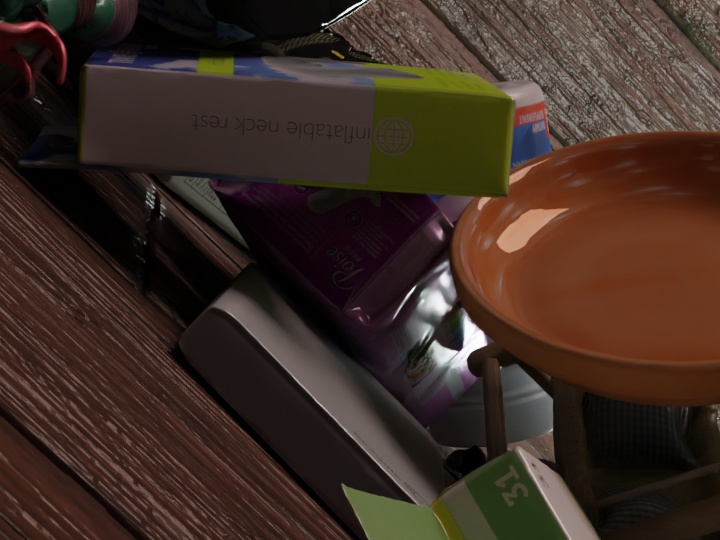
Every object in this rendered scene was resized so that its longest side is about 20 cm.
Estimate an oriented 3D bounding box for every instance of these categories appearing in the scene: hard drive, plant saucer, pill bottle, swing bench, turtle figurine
[{"bbox_3d":[-0.015,0.057,0.776,0.132,0.027,0.200,46,5,-3],"label":"hard drive"},{"bbox_3d":[0.139,0.000,0.793,0.200,0.198,0.038,-129,-153,-54],"label":"plant saucer"},{"bbox_3d":[0.067,-0.004,1.064,0.112,0.111,0.202,-105,-174,-81],"label":"pill bottle"},{"bbox_3d":[0.164,0.075,0.846,0.130,0.200,0.200,43,22,-21],"label":"swing bench"},{"bbox_3d":[-0.143,-0.104,0.632,0.148,0.102,0.200,4,1,4],"label":"turtle figurine"}]

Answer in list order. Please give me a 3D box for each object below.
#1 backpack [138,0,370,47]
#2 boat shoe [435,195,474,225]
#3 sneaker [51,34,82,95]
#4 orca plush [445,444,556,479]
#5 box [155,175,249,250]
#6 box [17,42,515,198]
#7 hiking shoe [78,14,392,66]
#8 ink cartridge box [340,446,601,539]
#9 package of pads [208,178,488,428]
[{"bbox_3d":[-0.067,-0.182,0.847,0.199,0.163,0.155,35,-38,26],"label":"backpack"},{"bbox_3d":[0.111,0.025,0.971,0.199,0.073,0.066,33,44,-36],"label":"boat shoe"},{"bbox_3d":[-0.176,-0.153,1.029,0.075,0.071,0.201,0,42,-23],"label":"sneaker"},{"bbox_3d":[0.100,0.116,1.007,0.105,0.071,0.200,48,5,27],"label":"orca plush"},{"bbox_3d":[-0.050,-0.061,1.093,0.078,0.095,0.200,47,3,40],"label":"box"},{"bbox_3d":[-0.041,-0.066,0.774,0.198,0.048,0.122,4,11,-5],"label":"box"},{"bbox_3d":[-0.041,-0.124,0.933,0.198,0.102,0.076,13,-18,2],"label":"hiking shoe"},{"bbox_3d":[0.072,0.132,0.621,0.146,0.048,0.200,59,7,19],"label":"ink cartridge box"},{"bbox_3d":[0.000,0.000,0.925,0.120,0.076,0.200,42,-8,20],"label":"package of pads"}]
